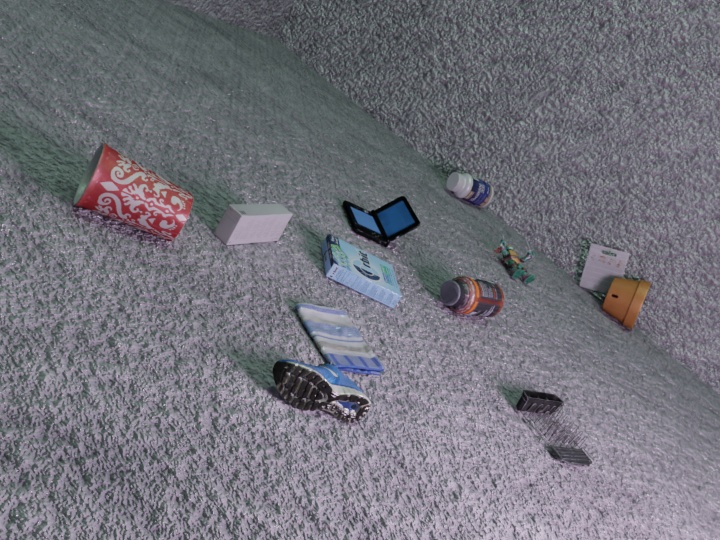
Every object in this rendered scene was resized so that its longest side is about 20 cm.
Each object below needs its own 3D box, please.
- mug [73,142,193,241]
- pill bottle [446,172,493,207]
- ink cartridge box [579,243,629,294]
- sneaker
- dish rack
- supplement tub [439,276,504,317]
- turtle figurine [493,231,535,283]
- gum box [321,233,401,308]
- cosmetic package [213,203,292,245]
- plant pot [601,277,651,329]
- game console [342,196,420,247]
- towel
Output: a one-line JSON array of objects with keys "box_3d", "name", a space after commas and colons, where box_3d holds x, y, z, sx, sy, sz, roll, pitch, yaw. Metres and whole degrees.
[{"box_3d": [-0.449, -0.160, 1.520, 0.199, 0.134, 0.178, 26, 24, -27], "name": "mug"}, {"box_3d": [0.475, -0.357, 3.297, 0.199, 0.111, 0.111, 19, 25, -33], "name": "pill bottle"}, {"box_3d": [1.007, -0.007, 3.125, 0.161, 0.201, 0.050, 17, 25, 19], "name": "ink cartridge box"}, {"box_3d": [-0.076, 0.205, 1.354, 0.199, 0.079, 0.089, 31, 12, -31], "name": "sneaker"}, {"box_3d": [0.465, 0.373, 1.780, 0.153, 0.055, 0.200, 14, 29, -40], "name": "dish rack"}, {"box_3d": [0.312, 0.073, 2.138, 0.199, 0.107, 0.107, 11, 30, -46], "name": "supplement tub"}, {"box_3d": [0.571, -0.048, 2.785, 0.149, 0.101, 0.201, 7, 46, -21], "name": "turtle figurine"}, {"box_3d": [0.000, 0.000, 1.932, 0.199, 0.045, 0.170, 27, 22, -20], "name": "gum box"}, {"box_3d": [-0.248, -0.110, 1.765, 0.051, 0.083, 0.200, 38, 21, 20], "name": "cosmetic package"}, {"box_3d": [1.059, 0.116, 3.031, 0.139, 0.201, 0.200, 23, 17, 21], "name": "plant pot"}, {"box_3d": [0.060, -0.173, 2.293, 0.175, 0.117, 0.200, 23, 23, -26], "name": "game console"}, {"box_3d": [-0.045, 0.141, 1.591, 0.146, 0.024, 0.200, 13, 29, -41], "name": "towel"}]
